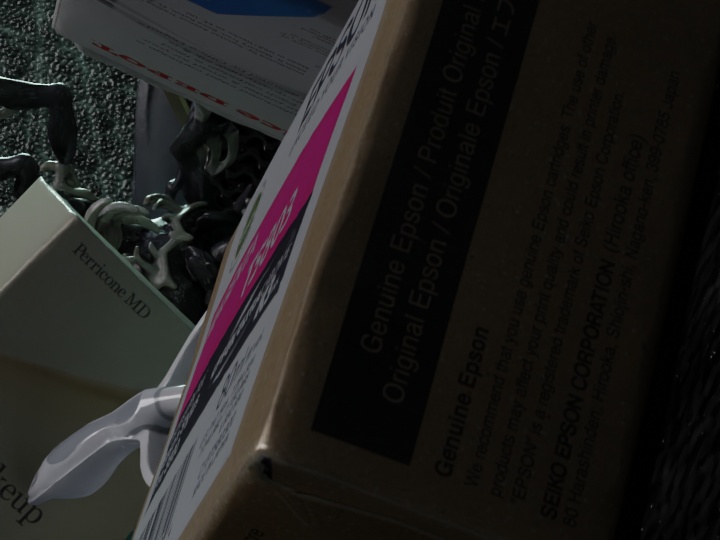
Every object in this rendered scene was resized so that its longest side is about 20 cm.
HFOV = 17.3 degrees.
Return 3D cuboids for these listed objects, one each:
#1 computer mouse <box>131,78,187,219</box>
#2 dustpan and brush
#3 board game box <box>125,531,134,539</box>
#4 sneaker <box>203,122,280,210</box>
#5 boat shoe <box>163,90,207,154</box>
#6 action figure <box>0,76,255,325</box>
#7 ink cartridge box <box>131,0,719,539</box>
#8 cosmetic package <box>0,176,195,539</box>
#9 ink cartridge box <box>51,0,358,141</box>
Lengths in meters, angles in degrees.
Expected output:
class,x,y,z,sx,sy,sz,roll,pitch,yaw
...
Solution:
class,x,y,z,sx,sy,sz,roll,pitch,yaw
computer mouse,-0.081,-0.079,1.231,0.053,0.138,0.200,-73,-14,-66
dustpan and brush,-0.045,0.040,0.765,0.200,0.057,0.140,-45,21,44
board game box,-0.142,0.204,0.871,0.152,0.045,0.200,-42,23,34
sneaker,-0.016,-0.086,1.110,0.093,0.070,0.200,59,-135,-73
boat shoe,-0.064,-0.131,1.154,0.068,0.200,0.072,-18,10,24
action figure,-0.097,-0.031,0.969,0.102,0.200,0.119,-52,17,50
ink cartridge box,0.004,0.025,0.548,0.200,0.075,0.165,122,167,-56
cosmetic package,-0.145,0.076,0.862,0.200,0.104,0.073,-47,22,-2
ink cartridge box,-0.019,-0.103,0.792,0.200,0.146,0.086,159,134,-80
